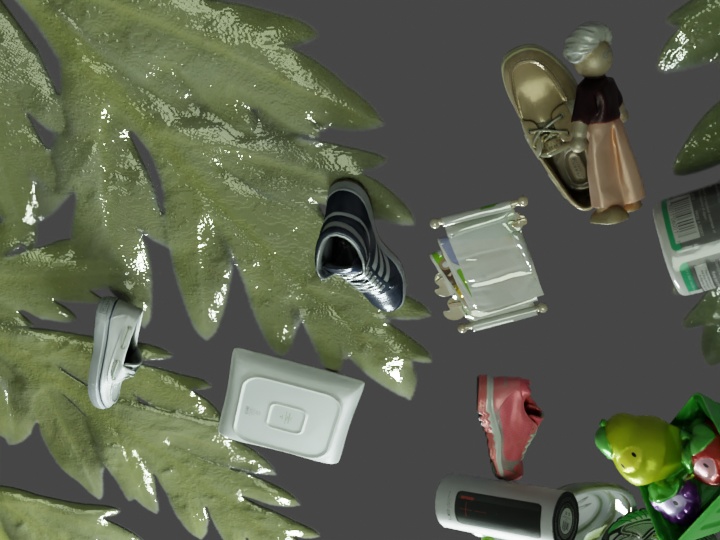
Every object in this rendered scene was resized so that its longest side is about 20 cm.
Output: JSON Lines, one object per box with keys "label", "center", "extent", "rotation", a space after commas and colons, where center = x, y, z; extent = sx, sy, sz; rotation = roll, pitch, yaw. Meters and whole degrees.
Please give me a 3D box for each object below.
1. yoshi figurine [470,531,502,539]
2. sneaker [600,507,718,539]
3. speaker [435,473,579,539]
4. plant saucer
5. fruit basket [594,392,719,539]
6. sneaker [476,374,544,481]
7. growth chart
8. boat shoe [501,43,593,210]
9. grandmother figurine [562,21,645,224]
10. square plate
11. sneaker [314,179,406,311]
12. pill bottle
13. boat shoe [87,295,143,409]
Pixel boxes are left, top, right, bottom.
{"label": "yoshi figurine", "center": [0.227, 0.413, 1.518], "extent": [0.111, 0.113, 0.201], "rotation": [-25, 121, 17]}
{"label": "sneaker", "center": [0.454, 0.411, 1.461], "extent": [0.197, 0.086, 0.079], "rotation": [5, 130, -12]}
{"label": "speaker", "center": [0.206, 0.341, 1.392], "extent": [0.198, 0.082, 0.082], "rotation": [0, 135, 40]}
{"label": "plant saucer", "center": [0.317, 0.375, 1.477], "extent": [0.197, 0.051, 0.202], "rotation": [-10, 132, -11]}
{"label": "fruit basket", "center": [0.428, 0.268, 1.338], "extent": [0.212, 0.157, 0.217], "rotation": [-7, 136, -7]}
{"label": "sneaker", "center": [0.219, 0.227, 1.376], "extent": [0.085, 0.074, 0.202], "rotation": [-8, 128, 15]}
{"label": "growth chart", "center": [0.158, -0.001, 1.229], "extent": [0.143, 0.018, 0.202], "rotation": [-8, 128, 17]}
{"label": "boat shoe", "center": [0.212, -0.152, 1.057], "extent": [0.071, 0.065, 0.201], "rotation": [-19, 125, 24]}
{"label": "grandmother figurine", "center": [0.253, -0.157, 1.017], "extent": [0.060, 0.121, 0.203], "rotation": [-6, 107, 30]}
{"label": "square plate", "center": [-0.109, 0.212, 1.452], "extent": [0.195, 0.029, 0.202], "rotation": [14, 131, -3]}
{"label": "sneaker", "center": [0.000, 0.000, 1.197], "extent": [0.069, 0.109, 0.201], "rotation": [-11, 128, 19]}
{"label": "pill bottle", "center": [0.434, -0.051, 1.073], "extent": [0.198, 0.114, 0.114], "rotation": [-17, 126, 24]}
{"label": "boat shoe", "center": [-0.345, 0.128, 1.390], "extent": [0.066, 0.074, 0.202], "rotation": [14, 130, 1]}
